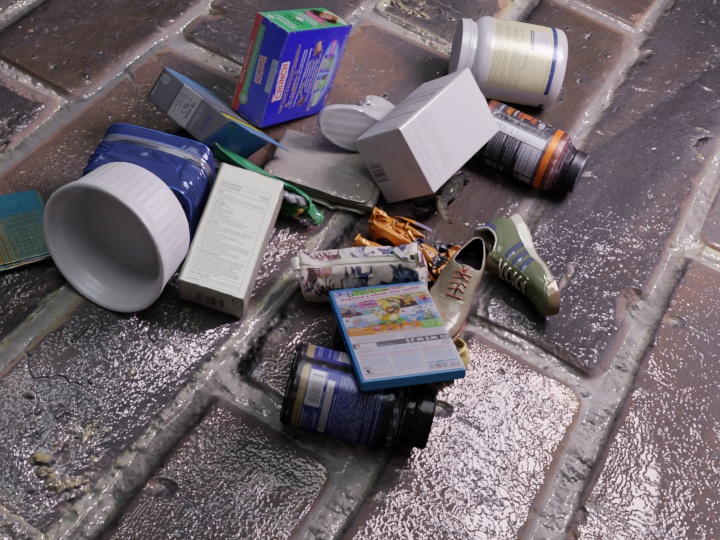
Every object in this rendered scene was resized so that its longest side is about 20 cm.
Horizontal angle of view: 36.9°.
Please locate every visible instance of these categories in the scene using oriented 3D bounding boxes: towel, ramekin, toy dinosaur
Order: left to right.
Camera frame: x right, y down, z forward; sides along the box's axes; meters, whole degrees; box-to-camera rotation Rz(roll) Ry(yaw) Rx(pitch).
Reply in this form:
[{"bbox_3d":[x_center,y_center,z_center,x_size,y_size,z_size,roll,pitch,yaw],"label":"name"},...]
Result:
[{"bbox_3d":[-0.550,-0.048,1.575,0.197,0.022,0.148,-16,52,-23],"label":"towel"},{"bbox_3d":[-0.336,-0.052,1.511,0.198,0.203,0.098,25,39,11],"label":"ramekin"},{"bbox_3d":[-0.055,-0.163,1.791,0.197,0.035,0.133,19,45,5],"label":"towel"},{"bbox_3d":[0.127,-0.119,1.767,0.087,0.048,0.201,-10,24,21],"label":"toy dinosaur"}]

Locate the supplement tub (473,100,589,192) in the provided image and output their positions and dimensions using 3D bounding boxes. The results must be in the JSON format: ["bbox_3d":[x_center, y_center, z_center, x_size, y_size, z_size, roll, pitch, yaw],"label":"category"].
[{"bbox_3d":[0.292,-0.208,1.864,0.198,0.108,0.107,27,47,11],"label":"supplement tub"}]

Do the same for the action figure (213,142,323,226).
[{"bbox_3d":[-0.148,-0.122,1.697,0.197,0.118,0.055,24,69,-2],"label":"action figure"}]

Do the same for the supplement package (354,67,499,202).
[{"bbox_3d":[0.110,-0.220,1.762,0.200,0.119,0.122,-43,110,-34],"label":"supplement package"}]

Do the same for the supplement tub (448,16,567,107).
[{"bbox_3d":[0.271,-0.388,1.997,0.196,0.146,0.147,9,46,-6],"label":"supplement tub"}]

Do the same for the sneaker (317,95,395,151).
[{"bbox_3d":[-0.001,-0.256,1.845,0.197,0.075,0.116,8,26,-31],"label":"sneaker"}]

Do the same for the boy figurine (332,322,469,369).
[{"bbox_3d":[0.059,0.108,1.546,0.197,0.065,0.125,19,40,8],"label":"boy figurine"}]

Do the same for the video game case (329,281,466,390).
[{"bbox_3d":[0.046,0.084,1.451,0.140,0.018,0.201,-6,35,-12],"label":"video game case"}]

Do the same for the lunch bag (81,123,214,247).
[{"bbox_3d":[-0.322,-0.132,1.626,0.196,0.137,0.133,16,45,3],"label":"lunch bag"}]

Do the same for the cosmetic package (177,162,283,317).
[{"bbox_3d":[-0.188,-0.045,1.581,0.103,0.071,0.203,18,64,1],"label":"cosmetic package"}]

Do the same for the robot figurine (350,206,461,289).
[{"bbox_3d":[0.089,-0.016,1.669,0.197,0.059,0.146,24,49,9],"label":"robot figurine"}]

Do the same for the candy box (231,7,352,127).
[{"bbox_3d":[-0.115,-0.345,1.813,0.076,0.171,0.199,31,28,19],"label":"candy box"}]

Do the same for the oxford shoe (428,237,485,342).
[{"bbox_3d":[0.132,0.028,1.549,0.069,0.075,0.201,20,46,5],"label":"oxford shoe"}]

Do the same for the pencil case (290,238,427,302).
[{"bbox_3d":[0.000,0.000,1.585,0.196,0.090,0.079,-4,55,7],"label":"pencil case"}]

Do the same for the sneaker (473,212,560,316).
[{"bbox_3d":[0.238,-0.004,1.696,0.088,0.068,0.202,-9,50,-11],"label":"sneaker"}]

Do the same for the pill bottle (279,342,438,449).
[{"bbox_3d":[-0.001,0.173,1.437,0.196,0.113,0.113,14,46,0],"label":"pill bottle"}]

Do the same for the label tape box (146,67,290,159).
[{"bbox_3d":[-0.229,-0.234,1.739,0.199,0.064,0.144,39,9,22],"label":"label tape box"}]
